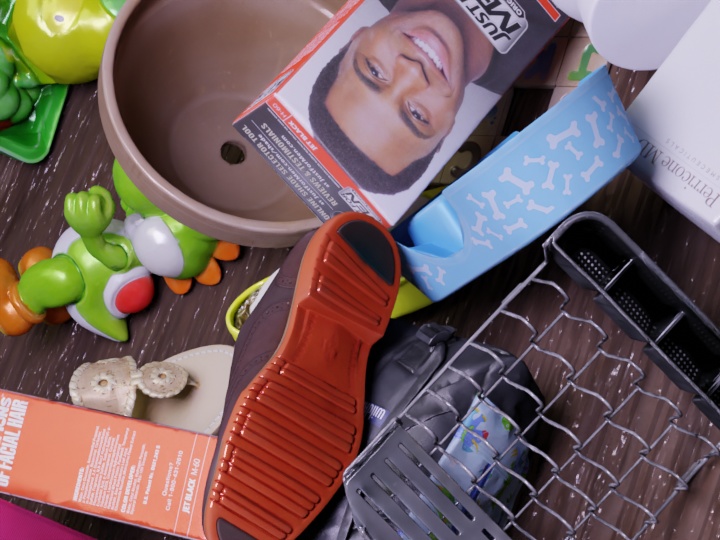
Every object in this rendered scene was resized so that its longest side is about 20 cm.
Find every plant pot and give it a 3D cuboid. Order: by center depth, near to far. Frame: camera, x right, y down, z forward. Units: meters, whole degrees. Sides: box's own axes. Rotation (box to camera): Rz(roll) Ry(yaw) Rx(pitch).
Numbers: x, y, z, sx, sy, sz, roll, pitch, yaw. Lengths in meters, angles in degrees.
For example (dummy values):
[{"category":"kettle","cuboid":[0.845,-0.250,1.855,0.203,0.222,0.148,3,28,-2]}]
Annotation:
[{"category":"plant pot","cuboid":[-0.071,-0.094,1.203,0.093,0.198,0.203,120,155,-60]}]

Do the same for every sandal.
[{"category":"sandal","cuboid":[-0.174,0.095,1.247,0.210,0.069,0.078,-23,54,30]}]

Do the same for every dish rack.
[{"category":"dish rack","cuboid":[0.096,0.090,0.954,0.200,0.153,0.055,-46,2,-6]}]

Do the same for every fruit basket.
[{"category":"fruit basket","cuboid":[-0.254,-0.191,1.428,0.215,0.154,0.217,-40,38,40]}]

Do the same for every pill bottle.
[{"category":"pill bottle","cuboid":[0.146,-0.212,1.093,0.111,0.111,0.201,-34,44,22]}]

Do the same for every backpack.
[{"category":"backpack","cuboid":[-0.001,0.139,1.038,0.162,0.154,0.201,10,54,38]}]

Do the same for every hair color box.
[{"category":"hair color box","cuboid":[0.029,-0.119,1.093,0.200,0.102,0.061,-50,14,-28]},{"category":"hair color box","cuboid":[-0.146,0.119,1.139,0.198,0.111,0.065,9,81,23]}]

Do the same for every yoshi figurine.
[{"category":"yoshi figurine","cuboid":[-0.168,-0.033,1.287,0.199,0.112,0.113,-23,47,26]}]

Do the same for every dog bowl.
[{"category":"dog bowl","cuboid":[0.080,-0.041,1.024,0.111,0.050,0.200,-38,0,-28]}]

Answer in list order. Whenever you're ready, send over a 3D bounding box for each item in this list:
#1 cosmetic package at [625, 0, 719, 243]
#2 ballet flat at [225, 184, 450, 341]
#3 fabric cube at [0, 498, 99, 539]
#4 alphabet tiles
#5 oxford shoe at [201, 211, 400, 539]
[{"category":"cosmetic package","cuboid":[0.232,-0.110,1.004,0.201,0.074,0.102,-52,45,4]},{"category":"ballet flat","cuboid":[0.000,0.000,1.149,0.199,0.067,0.067,-30,53,25]},{"category":"fabric cube","cuboid":[-0.268,0.236,1.163,0.199,0.199,0.198,4,70,42]},{"category":"alphabet tiles","cuboid":[0.075,-0.131,1.196,0.199,0.008,0.169,5,72,42]},{"category":"oxford shoe","cuboid":[-0.039,0.066,1.000,0.072,0.071,0.201,-20,39,53]}]
